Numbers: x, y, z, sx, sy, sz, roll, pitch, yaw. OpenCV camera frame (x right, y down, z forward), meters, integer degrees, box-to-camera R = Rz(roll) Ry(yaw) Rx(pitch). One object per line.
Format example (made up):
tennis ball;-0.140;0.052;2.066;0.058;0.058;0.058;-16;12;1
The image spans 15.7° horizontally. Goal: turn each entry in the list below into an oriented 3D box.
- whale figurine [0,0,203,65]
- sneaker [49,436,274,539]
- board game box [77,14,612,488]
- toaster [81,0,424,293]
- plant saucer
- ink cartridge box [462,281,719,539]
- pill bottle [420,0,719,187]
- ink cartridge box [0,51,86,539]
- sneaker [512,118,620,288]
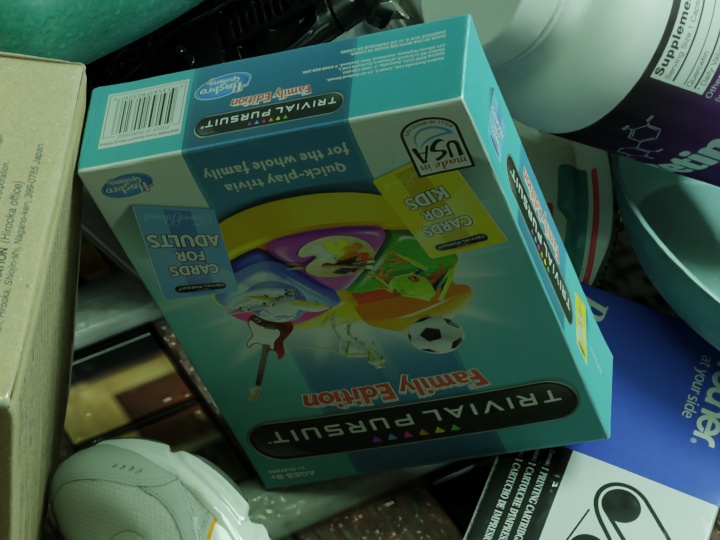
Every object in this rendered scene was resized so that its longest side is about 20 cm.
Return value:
whale figurine;-0.101;-0.120;1.009;0.199;0.159;0.104;-1;85;1
sneaker;-0.067;0.144;0.985;0.092;0.076;0.200;-20;53;-40
board game box;0.000;0.000;1.016;0.150;0.200;0.047;-10;46;18
toaster;-0.061;-0.105;1.131;0.180;0.119;0.201;-28;50;12
plant saucer;0.191;0.000;1.150;0.199;0.036;0.200;21;32;-13
ink cartridge box;0.097;0.100;1.078;0.094;0.044;0.200;20;49;6
pill bottle;0.126;-0.100;1.083;0.199;0.113;0.113;14;42;-33
ink cartridge box;-0.153;0.043;0.985;0.075;0.200;0.165;7;48;-2
sneaker;0.059;-0.071;1.201;0.093;0.070;0.200;4;52;-13
